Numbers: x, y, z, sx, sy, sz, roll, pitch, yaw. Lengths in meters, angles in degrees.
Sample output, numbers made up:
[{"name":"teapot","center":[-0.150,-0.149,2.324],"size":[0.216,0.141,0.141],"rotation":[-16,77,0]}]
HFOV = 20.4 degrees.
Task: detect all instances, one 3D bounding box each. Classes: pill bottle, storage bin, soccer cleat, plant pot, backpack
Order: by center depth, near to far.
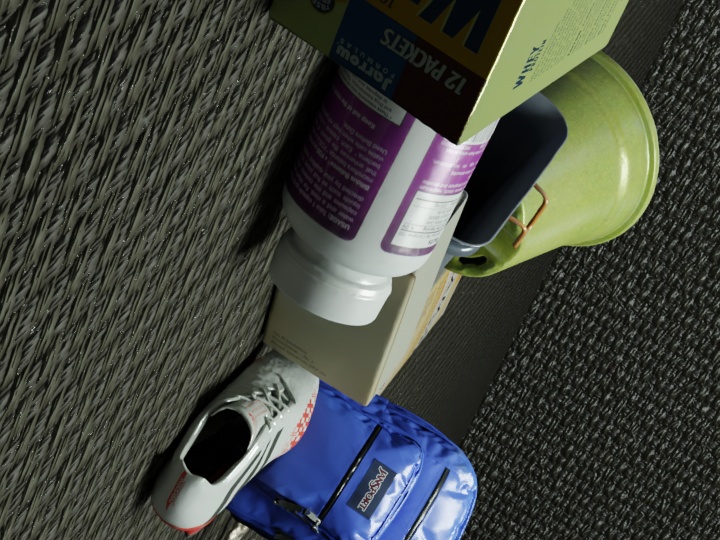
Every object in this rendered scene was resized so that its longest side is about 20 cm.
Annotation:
[{"name":"pill bottle","center":[0.014,-0.068,1.329],"size":[0.201,0.112,0.112],"rotation":[-63,170,22]},{"name":"soccer cleat","center":[-0.087,0.117,1.510],"size":[0.200,0.068,0.085],"rotation":[-46,169,-40]},{"name":"storage bin","center":[0.065,-0.060,1.600],"size":[0.200,0.145,0.135],"rotation":[-51,178,-43]},{"name":"backpack","center":[-0.006,0.183,1.657],"size":[0.163,0.199,0.168],"rotation":[-57,-178,-3]},{"name":"plant pot","center":[0.135,-0.087,1.777],"size":[0.184,0.200,0.201],"rotation":[-31,153,-47]}]

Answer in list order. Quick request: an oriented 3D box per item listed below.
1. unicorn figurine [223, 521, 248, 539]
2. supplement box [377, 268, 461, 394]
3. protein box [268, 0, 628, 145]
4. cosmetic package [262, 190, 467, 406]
[{"name":"unicorn figurine","center":[-0.130,0.294,1.856],"size":[0.138,0.074,0.200],"rotation":[-50,157,0]},{"name":"supplement box","center":[0.031,0.027,1.843],"size":[0.200,0.073,0.127],"rotation":[-49,167,-51]},{"name":"protein box","center":[0.081,-0.211,1.099],"size":[0.200,0.134,0.200],"rotation":[-36,156,-52]},{"name":"cosmetic package","center":[0.000,0.000,1.497],"size":[0.073,0.103,0.201],"rotation":[-52,167,-37]}]
